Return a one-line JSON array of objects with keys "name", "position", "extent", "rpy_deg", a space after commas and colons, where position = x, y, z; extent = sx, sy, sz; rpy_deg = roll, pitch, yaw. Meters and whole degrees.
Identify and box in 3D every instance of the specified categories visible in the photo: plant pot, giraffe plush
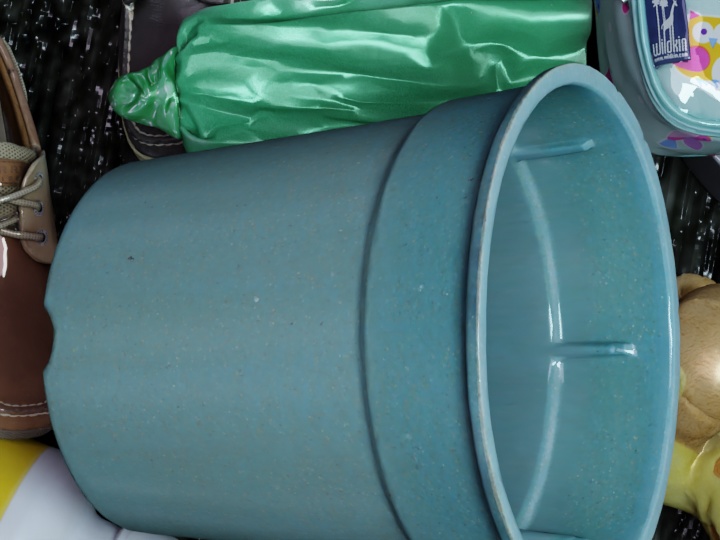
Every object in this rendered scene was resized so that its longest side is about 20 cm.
[{"name": "plant pot", "position": [-0.003, 0.028, 0.932], "extent": [0.195, 0.200, 0.201], "rpy_deg": [-2, 83, 26]}, {"name": "giraffe plush", "position": [0.169, 0.070, 1.023], "extent": [0.162, 0.172, 0.200], "rpy_deg": [42, 121, 15]}]

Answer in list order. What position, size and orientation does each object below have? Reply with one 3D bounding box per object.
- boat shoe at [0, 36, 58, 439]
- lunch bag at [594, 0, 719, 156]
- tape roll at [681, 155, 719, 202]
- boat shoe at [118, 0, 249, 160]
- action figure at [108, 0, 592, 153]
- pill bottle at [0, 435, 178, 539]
[{"name": "boat shoe", "position": [-0.164, -0.025, 1.029], "extent": [0.075, 0.072, 0.201], "rpy_deg": [-7, 63, -27]}, {"name": "lunch bag", "position": [0.189, -0.129, 0.991], "extent": [0.199, 0.077, 0.161], "rpy_deg": [-3, 84, -8]}, {"name": "tape roll", "position": [0.226, -0.107, 1.067], "extent": [0.199, 0.066, 0.201], "rpy_deg": [0, 83, 0]}, {"name": "boat shoe", "position": [-0.077, -0.144, 1.061], "extent": [0.073, 0.065, 0.201], "rpy_deg": [-1, 71, 20]}, {"name": "action figure", "position": [-0.005, -0.074, 1.015], "extent": [0.199, 0.055, 0.119], "rpy_deg": [1, 79, -8]}, {"name": "pill bottle", "position": [-0.182, 0.113, 1.026], "extent": [0.199, 0.112, 0.112], "rpy_deg": [22, 85, 3]}]
